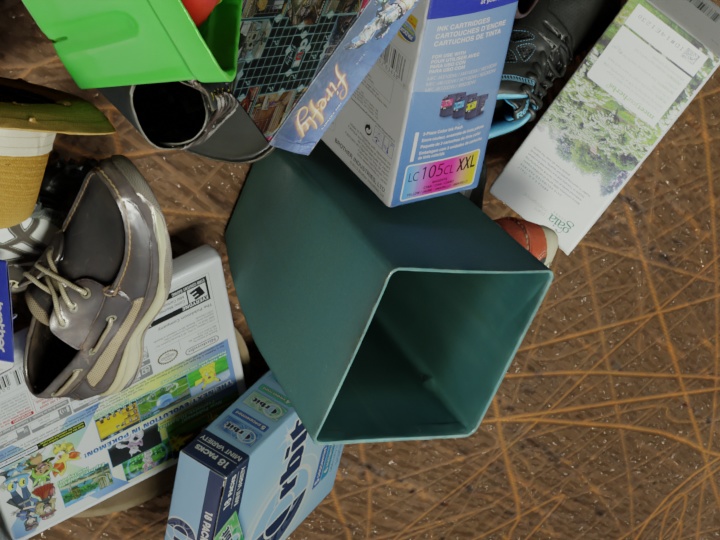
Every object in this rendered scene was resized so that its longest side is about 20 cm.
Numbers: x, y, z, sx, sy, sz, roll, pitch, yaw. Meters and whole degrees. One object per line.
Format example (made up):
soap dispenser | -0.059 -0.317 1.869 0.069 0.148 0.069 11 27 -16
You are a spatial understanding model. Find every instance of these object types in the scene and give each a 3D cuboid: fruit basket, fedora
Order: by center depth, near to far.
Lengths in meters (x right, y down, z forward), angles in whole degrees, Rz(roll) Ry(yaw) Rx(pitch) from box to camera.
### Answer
fruit basket | -0.099 -0.221 1.007 0.215 0.156 0.216 0 130 0
fedora | -0.239 -0.067 1.024 0.200 0.200 0.082 2 102 -39

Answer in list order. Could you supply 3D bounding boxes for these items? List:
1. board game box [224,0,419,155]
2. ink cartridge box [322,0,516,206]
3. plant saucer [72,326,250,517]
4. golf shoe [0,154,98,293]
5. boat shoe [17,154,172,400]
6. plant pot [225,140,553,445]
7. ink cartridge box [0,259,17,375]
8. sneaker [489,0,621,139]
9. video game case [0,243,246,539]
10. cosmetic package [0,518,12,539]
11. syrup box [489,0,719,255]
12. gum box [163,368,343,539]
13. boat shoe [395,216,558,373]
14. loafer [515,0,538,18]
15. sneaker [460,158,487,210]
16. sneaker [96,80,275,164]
board game box | -0.017 -0.187 1.098 0.035 0.136 0.200 17 118 -45
ink cartridge box | 0.027 -0.162 1.180 0.076 0.136 0.201 -17 135 -30
plant saucer | -0.174 0.098 1.356 0.199 0.029 0.201 -21 136 -21
golf shoe | -0.230 -0.024 1.165 0.199 0.078 0.095 7 122 -40
boat shoe | -0.169 0.016 1.148 0.073 0.075 0.200 -23 145 -34
plant pot | 0.000 0.000 1.269 0.141 0.200 0.142 1 124 -38
ink cartridge box | -0.304 0.037 1.122 0.136 0.077 0.200 -25 151 38
sneaker | 0.115 -0.140 1.323 0.200 0.082 0.073 -36 137 -8
video game case | -0.177 0.089 1.308 0.199 0.022 0.183 -26 138 -18
cosmetic package | -0.290 0.287 1.331 0.165 0.165 0.200 -34 140 -6
syrup box | 0.186 -0.116 1.356 0.200 0.079 0.081 -55 174 34
gum box | -0.074 0.152 1.397 0.200 0.044 0.170 -44 155 -46
boat shoe | 0.068 0.031 1.343 0.062 0.071 0.200 -3 145 -39
loafer | 0.154 -0.254 1.264 0.200 0.063 0.072 -47 140 8
sneaker | 0.082 -0.015 1.403 0.115 0.075 0.200 7 133 -22
sneaker | -0.105 -0.097 1.171 0.075 0.106 0.200 -49 139 11
